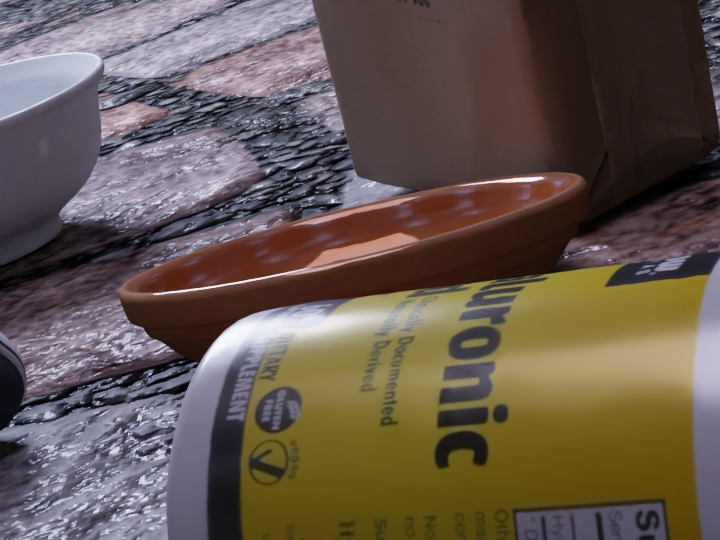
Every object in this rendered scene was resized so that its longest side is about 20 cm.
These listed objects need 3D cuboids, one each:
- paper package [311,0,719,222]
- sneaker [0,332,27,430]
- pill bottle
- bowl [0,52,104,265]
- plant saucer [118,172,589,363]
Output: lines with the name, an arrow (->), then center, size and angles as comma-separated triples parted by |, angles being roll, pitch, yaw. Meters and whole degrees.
paper package -> 0.065, -0.133, 0.953 | 0.103, 0.191, 0.200 | -22, 19, -26
sneaker -> -0.213, 0.054, 0.767 | 0.200, 0.079, 0.079 | 13, 32, -42
pill bottle -> 0.064, 0.054, 0.466 | 0.199, 0.112, 0.111 | -7, 19, 24
bowl -> -0.231, -0.053, 1.136 | 0.200, 0.091, 0.201 | -15, 18, 5
plant saucer -> 0.000, 0.000, 0.816 | 0.199, 0.038, 0.200 | -13, 8, 2
